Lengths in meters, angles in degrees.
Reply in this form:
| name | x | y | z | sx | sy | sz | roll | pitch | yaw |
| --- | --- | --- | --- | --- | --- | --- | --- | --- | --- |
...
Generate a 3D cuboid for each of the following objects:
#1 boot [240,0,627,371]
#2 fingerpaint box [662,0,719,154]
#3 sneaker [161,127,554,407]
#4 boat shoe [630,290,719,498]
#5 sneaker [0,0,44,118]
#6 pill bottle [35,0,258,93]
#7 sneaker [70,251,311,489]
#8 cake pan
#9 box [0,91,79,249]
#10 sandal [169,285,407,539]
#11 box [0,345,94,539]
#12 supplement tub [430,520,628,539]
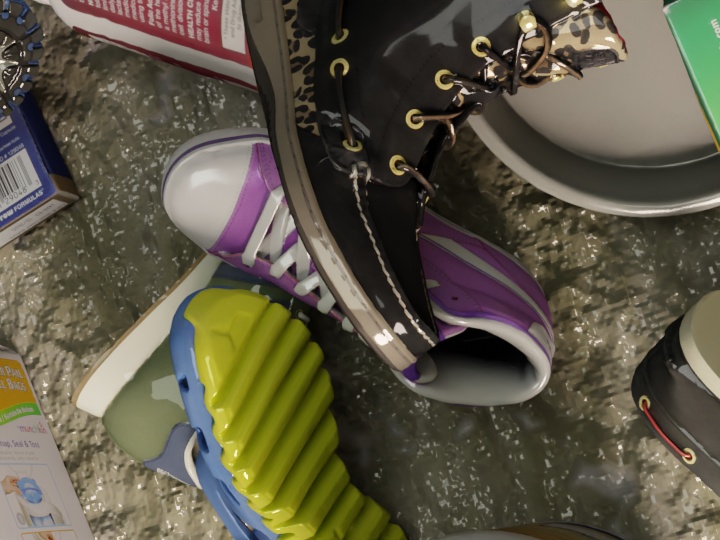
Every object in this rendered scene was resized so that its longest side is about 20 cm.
| name | x | y | z | sx | sy | sz | roll | pitch | yaw |
| --- | --- | --- | --- | --- | --- | --- | --- | --- | --- |
| boot | 0.039 | -0.071 | 0.681 | 0.150 | 0.073 | 0.201 | -23 | 59 | 11 |
| fingerpaint box | 0.190 | -0.042 | 0.651 | 0.073 | 0.167 | 0.201 | -23 | 102 | 16 |
| sneaker | 0.000 | -0.001 | 0.736 | 0.200 | 0.114 | 0.073 | 21 | 110 | -7 |
| boat shoe | 0.208 | 0.099 | 0.722 | 0.201 | 0.074 | 0.063 | 45 | 138 | 9 |
| sneaker | -0.244 | -0.077 | 0.875 | 0.200 | 0.077 | 0.085 | -53 | 50 | 14 |
| pill bottle | -0.092 | -0.165 | 0.834 | 0.199 | 0.114 | 0.115 | 21 | 91 | 21 |
| sneaker | -0.050 | 0.026 | 0.828 | 0.090 | 0.067 | 0.200 | 44 | 94 | 4 |
| cake pan | 0.134 | -0.125 | 0.744 | 0.199 | 0.037 | 0.201 | 3 | 110 | 7 |
| box | -0.252 | -0.098 | 0.928 | 0.121 | 0.032 | 0.201 | -30 | 76 | 14 |
| sandal | -0.049 | 0.095 | 0.772 | 0.087 | 0.079 | 0.201 | 4 | 126 | 38 |
| box | -0.213 | 0.149 | 0.846 | 0.112 | 0.101 | 0.201 | -28 | 75 | 14 |
| supplement tub | 0.067 | 0.182 | 0.686 | 0.144 | 0.200 | 0.145 | -3 | 82 | 20 |
